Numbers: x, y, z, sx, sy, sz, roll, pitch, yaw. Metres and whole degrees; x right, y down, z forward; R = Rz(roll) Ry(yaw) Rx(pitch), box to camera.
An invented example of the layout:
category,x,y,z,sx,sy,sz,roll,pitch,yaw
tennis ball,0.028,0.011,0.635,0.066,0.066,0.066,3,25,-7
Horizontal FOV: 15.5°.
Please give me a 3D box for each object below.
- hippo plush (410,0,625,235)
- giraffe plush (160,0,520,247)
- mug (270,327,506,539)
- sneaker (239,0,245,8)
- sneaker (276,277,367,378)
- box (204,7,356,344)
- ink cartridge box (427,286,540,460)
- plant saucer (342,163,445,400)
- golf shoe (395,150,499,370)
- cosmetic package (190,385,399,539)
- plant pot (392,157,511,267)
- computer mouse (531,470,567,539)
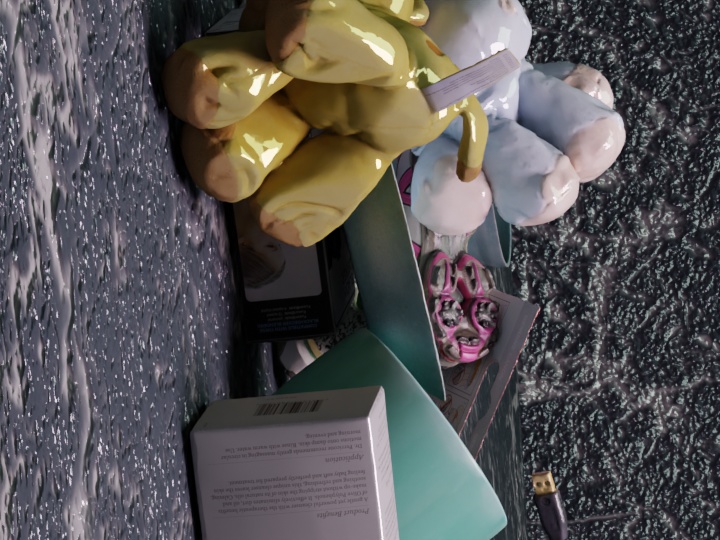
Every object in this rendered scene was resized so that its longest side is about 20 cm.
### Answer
category,x,y,z,sx,sy,sz,roll,pitch,yaw
hippo plush,0.083,-0.140,1.703,0.200,0.158,0.161,-113,-170,-50
giraffe plush,-0.018,-0.138,1.547,0.163,0.199,0.173,-104,178,-45
mug,0.009,0.142,1.632,0.186,0.114,0.152,56,-8,-15
sneaker,-0.028,-0.181,1.776,0.070,0.099,0.202,24,61,-79
sneaker,0.000,0.000,1.825,0.077,0.088,0.201,37,36,-31
box,-0.049,-0.065,1.695,0.117,0.060,0.201,-61,145,-76
ink cartridge box,0.063,0.084,1.895,0.200,0.050,0.162,23,-90,59
plant saucer,0.012,-0.012,1.665,0.201,0.038,0.202,167,-90,-89
golf shoe,0.045,-0.030,1.852,0.092,0.072,0.201,-17,-112,53
cosmetic package,-0.030,0.175,1.501,0.085,0.107,0.201,-59,145,-78
plant pot,0.044,-0.096,2.137,0.200,0.133,0.202,-6,90,-83
computer mouse,0.064,0.155,1.771,0.046,0.140,0.201,-162,-131,-78
